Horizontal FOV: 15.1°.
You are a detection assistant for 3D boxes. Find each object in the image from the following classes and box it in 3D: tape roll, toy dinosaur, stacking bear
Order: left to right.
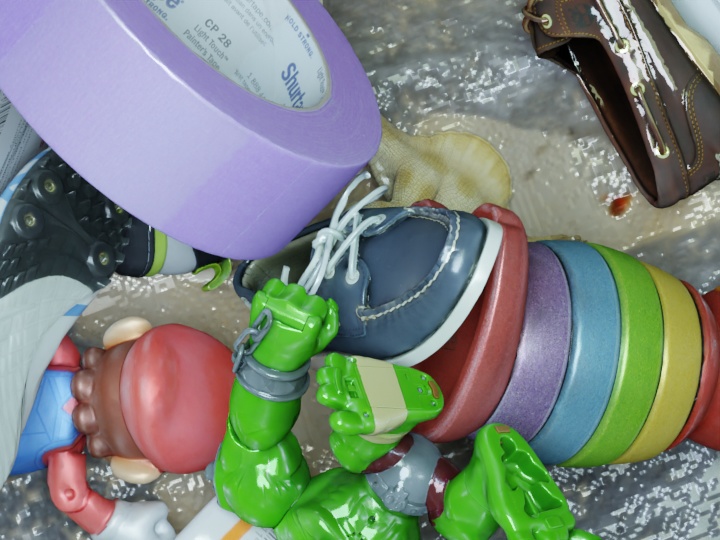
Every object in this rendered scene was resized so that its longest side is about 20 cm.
[{"bbox_3d":[-0.084,-0.101,1.205,0.066,0.200,0.200,-43,85,22],"label":"tape roll"},{"bbox_3d":[0.027,-0.035,1.342,0.200,0.058,0.101,39,70,-3],"label":"toy dinosaur"},{"bbox_3d":[0.123,0.039,1.280,0.199,0.121,0.115,9,89,-23],"label":"stacking bear"}]

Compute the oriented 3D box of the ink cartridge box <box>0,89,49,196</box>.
[{"bbox_3d":[-0.204,-0.060,1.245,0.084,0.200,0.145,26,106,4],"label":"ink cartridge box"}]

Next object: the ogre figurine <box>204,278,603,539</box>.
[{"bbox_3d":[0.014,0.104,1.199,0.199,0.120,0.098,26,42,-16],"label":"ogre figurine"}]

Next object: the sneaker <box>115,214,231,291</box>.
[{"bbox_3d":[-0.092,-0.090,1.343,0.082,0.072,0.201,0,85,-21],"label":"sneaker"}]

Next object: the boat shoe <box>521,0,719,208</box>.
[{"bbox_3d":[0.116,-0.125,1.334,0.070,0.070,0.200,-34,85,-8],"label":"boat shoe"}]

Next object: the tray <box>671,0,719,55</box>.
[{"bbox_3d":[0.202,-0.159,1.364,0.107,0.022,0.200,-35,85,-5],"label":"tray"}]

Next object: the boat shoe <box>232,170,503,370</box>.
[{"bbox_3d":[0.000,0.000,1.232,0.062,0.200,0.075,34,75,-16],"label":"boat shoe"}]

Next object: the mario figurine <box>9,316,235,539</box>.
[{"bbox_3d":[-0.145,0.074,1.323,0.199,0.106,0.124,-4,120,10],"label":"mario figurine"}]

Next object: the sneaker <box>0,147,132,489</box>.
[{"bbox_3d":[-0.169,0.024,1.251,0.072,0.072,0.201,39,64,-31],"label":"sneaker"}]

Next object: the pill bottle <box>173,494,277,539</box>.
[{"bbox_3d":[-0.013,0.196,1.276,0.200,0.114,0.114,44,85,4],"label":"pill bottle"}]
